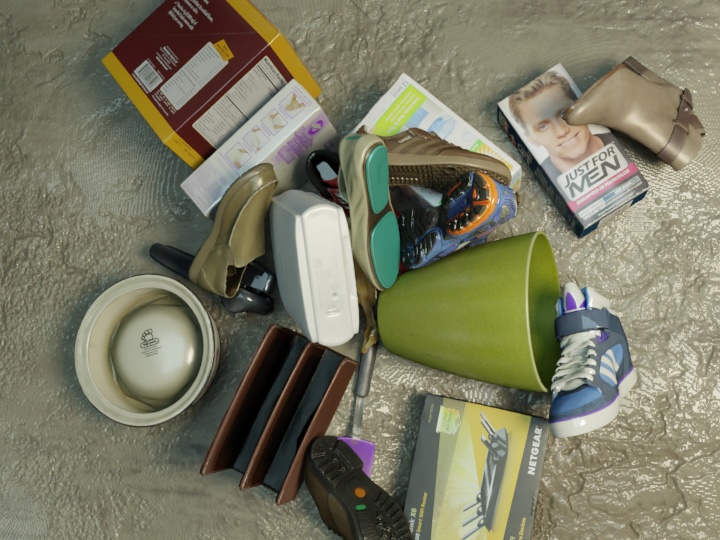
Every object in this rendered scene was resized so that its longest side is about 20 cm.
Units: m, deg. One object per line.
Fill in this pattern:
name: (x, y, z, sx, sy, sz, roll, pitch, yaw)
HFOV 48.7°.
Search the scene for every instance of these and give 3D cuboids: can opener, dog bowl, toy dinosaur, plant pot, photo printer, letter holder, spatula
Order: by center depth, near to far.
plant pot: (0.128, 0.053, 0.969, 0.198, 0.187, 0.189, -3, 80, 25)
photo printer: (-0.064, -0.012, 0.987, 0.069, 0.200, 0.168, -10, 105, -14)
letter holder: (-0.100, 0.181, 0.996, 0.100, 0.142, 0.201, 24, 85, 13)
toy dinosaur: (0.000, 0.000, 1.022, 0.058, 0.101, 0.202, -15, 104, -15)
spatula: (-0.001, 0.180, 1.038, 0.056, 0.021, 0.202, 10, 79, -6)
dog bowl: (-0.278, 0.109, 1.077, 0.198, 0.074, 0.202, -2, 80, 11)
can opener: (-0.202, 0.008, 1.089, 0.199, 0.063, 0.079, 20, 82, 23)

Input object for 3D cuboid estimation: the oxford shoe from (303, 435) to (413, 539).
oxford shoe: (-0.002, 0.303, 0.974, 0.200, 0.072, 0.085, 53, 137, 25)

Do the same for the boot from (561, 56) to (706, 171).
boot: (0.345, -0.180, 0.970, 0.146, 0.070, 0.200, 49, 56, 4)

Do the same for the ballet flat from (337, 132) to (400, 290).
ballet flat: (0.006, -0.069, 0.931, 0.069, 0.070, 0.201, 2, 124, 11)

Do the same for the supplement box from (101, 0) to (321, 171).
supplement box: (-0.199, -0.262, 1.071, 0.200, 0.133, 0.197, -42, 60, 1)

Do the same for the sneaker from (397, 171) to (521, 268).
sneaker: (0.110, -0.048, 0.926, 0.078, 0.200, 0.076, 6, 72, -30)

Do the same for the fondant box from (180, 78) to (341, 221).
fondant box: (-0.124, -0.141, 1.053, 0.200, 0.144, 0.058, -44, 75, 1)

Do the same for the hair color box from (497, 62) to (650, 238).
hair color box: (0.270, -0.154, 1.026, 0.100, 0.061, 0.201, -33, 76, 3)

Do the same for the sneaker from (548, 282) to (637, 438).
sneaker: (0.249, 0.092, 0.921, 0.080, 0.200, 0.147, -22, 91, 39)

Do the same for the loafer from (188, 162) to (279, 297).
loafer: (-0.146, -0.046, 0.990, 0.067, 0.076, 0.201, 39, 124, 9)

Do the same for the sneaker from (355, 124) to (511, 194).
sneaker: (0.082, -0.140, 0.950, 0.198, 0.071, 0.076, 7, 61, 3)

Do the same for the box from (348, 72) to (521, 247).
box: (0.100, -0.140, 1.034, 0.200, 0.101, 0.113, 42, 90, 14)

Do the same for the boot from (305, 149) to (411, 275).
boot: (0.011, -0.071, 1.017, 0.200, 0.144, 0.072, 42, 88, 13)

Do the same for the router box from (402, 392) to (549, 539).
router box: (0.140, 0.266, 0.983, 0.156, 0.052, 0.202, 9, 82, 13)
